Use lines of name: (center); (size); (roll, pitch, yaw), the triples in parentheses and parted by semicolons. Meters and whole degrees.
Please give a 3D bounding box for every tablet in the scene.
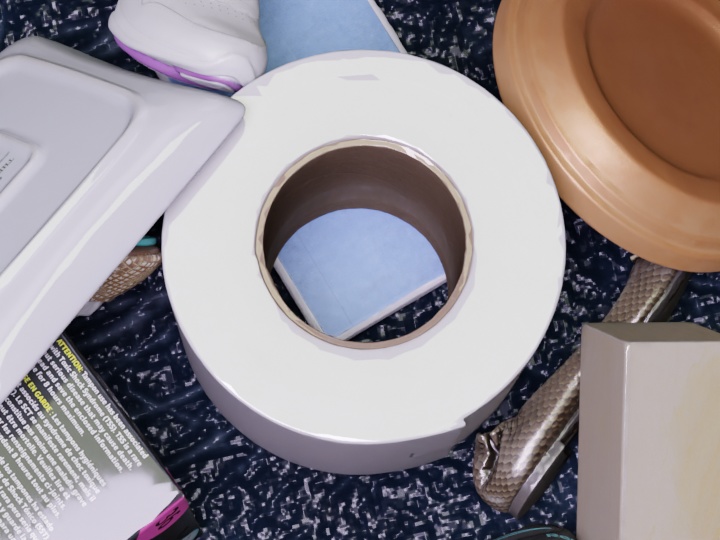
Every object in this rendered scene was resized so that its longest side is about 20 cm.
tablet: (-0.016, -0.071, 1.175); (0.130, 0.014, 0.200); (-30, 81, -8)

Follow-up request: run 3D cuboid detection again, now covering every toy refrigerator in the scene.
toy refrigerator: (0.155, 0.130, 1.071); (0.070, 0.076, 0.201); (0, 95, -11)

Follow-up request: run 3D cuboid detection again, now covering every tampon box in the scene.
tampon box: (-0.198, 0.136, 1.056); (0.200, 0.150, 0.126); (-36, 80, -8)

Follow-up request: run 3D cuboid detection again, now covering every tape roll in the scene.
tape roll: (0.000, 0.000, 1.083); (0.202, 0.139, 0.203); (0, 79, -2)

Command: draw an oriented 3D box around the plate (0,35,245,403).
plate: (-0.182, -0.038, 1.047); (0.200, 0.032, 0.200); (21, 67, 46)

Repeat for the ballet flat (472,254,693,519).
ballet flat: (0.125, 0.045, 1.131); (0.046, 0.067, 0.200); (34, 84, 16)

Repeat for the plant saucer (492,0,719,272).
plant saucer: (0.162, -0.095, 1.118); (0.200, 0.037, 0.201); (18, 54, -26)

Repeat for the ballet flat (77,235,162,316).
ballet flat: (-0.184, 0.002, 1.101); (0.200, 0.070, 0.065); (10, 92, 39)

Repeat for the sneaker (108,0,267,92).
sneaker: (-0.092, -0.165, 1.103); (0.075, 0.200, 0.100); (15, 115, -30)

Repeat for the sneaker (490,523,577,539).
sneaker: (0.042, 0.205, 1.092); (0.200, 0.079, 0.075); (-36, 106, 11)
